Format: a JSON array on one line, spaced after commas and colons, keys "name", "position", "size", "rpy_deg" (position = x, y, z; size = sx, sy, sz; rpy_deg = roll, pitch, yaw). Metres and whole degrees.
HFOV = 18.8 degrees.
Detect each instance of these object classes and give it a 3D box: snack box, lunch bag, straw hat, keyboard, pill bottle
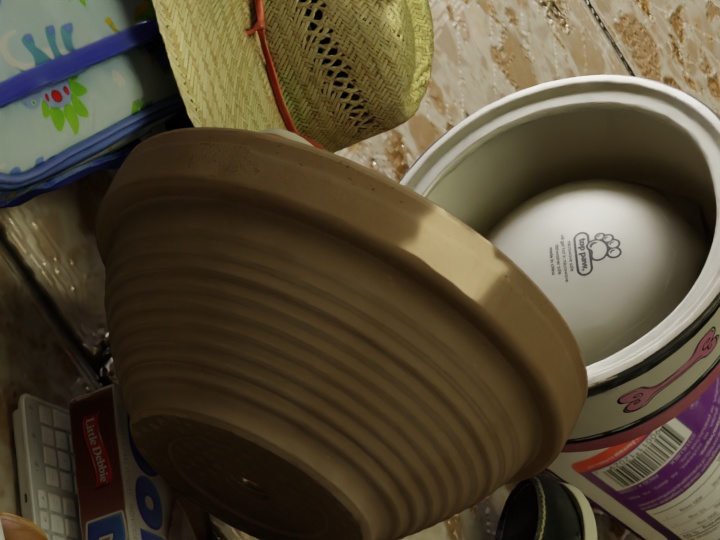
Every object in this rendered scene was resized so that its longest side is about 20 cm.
[{"name": "snack box", "position": [-0.075, 0.148, 0.833], "size": [0.072, 0.024, 0.202], "rpy_deg": [39, 36, -57]}, {"name": "lunch bag", "position": [-0.148, -0.107, 0.875], "size": [0.200, 0.082, 0.162], "rpy_deg": [-33, 99, -59]}, {"name": "straw hat", "position": [-0.013, -0.101, 0.941], "size": [0.201, 0.084, 0.203], "rpy_deg": [-16, 90, -72]}, {"name": "keyboard", "position": [-0.101, 0.145, 0.822], "size": [0.056, 0.011, 0.202], "rpy_deg": [22, 50, -49]}, {"name": "pill bottle", "position": [0.169, 0.090, 1.184], "size": [0.200, 0.111, 0.112], "rpy_deg": [37, 39, -38]}]

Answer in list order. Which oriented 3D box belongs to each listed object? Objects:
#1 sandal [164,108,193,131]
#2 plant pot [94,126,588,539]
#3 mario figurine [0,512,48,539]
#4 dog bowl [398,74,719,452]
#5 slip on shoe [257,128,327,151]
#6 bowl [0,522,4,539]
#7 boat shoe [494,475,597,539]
[{"name": "sandal", "position": [-0.058, -0.024, 0.994], "size": [0.075, 0.045, 0.201], "rpy_deg": [16, 43, -57]}, {"name": "plant pot", "position": [-0.022, 0.044, 0.821], "size": [0.201, 0.200, 0.093], "rpy_deg": [44, 60, -30]}, {"name": "mario figurine", "position": [-0.137, 0.153, 0.657], "size": [0.106, 0.122, 0.201], "rpy_deg": [60, 20, -44]}, {"name": "dog bowl", "position": [0.106, 0.002, 1.084], "size": [0.074, 0.198, 0.201], "rpy_deg": [59, 25, -45]}, {"name": "slip on shoe", "position": [0.000, 0.000, 0.897], "size": [0.062, 0.074, 0.200], "rpy_deg": [-62, 145, -21]}, {"name": "bowl", "position": [-0.191, 0.115, 0.583], "size": [0.091, 0.199, 0.202], "rpy_deg": [94, 1, -48]}, {"name": "boat shoe", "position": [0.067, 0.155, 1.023], "size": [0.067, 0.072, 0.200], "rpy_deg": [30, 32, -6]}]
